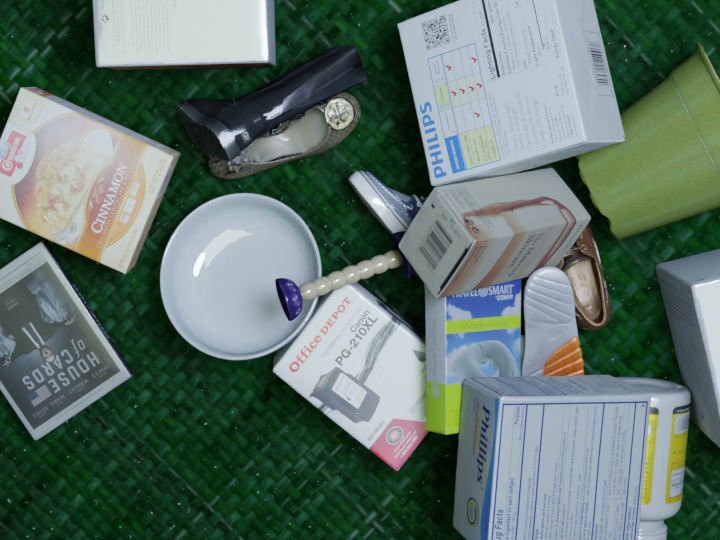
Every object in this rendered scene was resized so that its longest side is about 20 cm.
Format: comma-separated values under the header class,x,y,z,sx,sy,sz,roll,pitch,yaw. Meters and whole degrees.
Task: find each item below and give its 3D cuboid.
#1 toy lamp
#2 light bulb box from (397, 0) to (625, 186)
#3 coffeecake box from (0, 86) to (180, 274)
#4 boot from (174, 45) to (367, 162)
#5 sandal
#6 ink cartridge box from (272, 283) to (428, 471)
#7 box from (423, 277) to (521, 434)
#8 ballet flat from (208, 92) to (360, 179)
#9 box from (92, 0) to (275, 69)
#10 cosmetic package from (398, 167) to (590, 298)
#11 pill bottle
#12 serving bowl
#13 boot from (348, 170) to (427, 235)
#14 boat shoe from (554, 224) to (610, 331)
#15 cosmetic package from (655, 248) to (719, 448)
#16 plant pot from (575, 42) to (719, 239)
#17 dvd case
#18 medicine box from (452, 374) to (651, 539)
class,x,y,z,sx,sy,sz,roll,pitch,yaw
toy lamp,0.000,0.000,1.649,0.198,0.058,0.059,-18,97,-12
light bulb box,0.171,-0.215,1.615,0.198,0.124,0.201,-14,86,32
coffeecake box,-0.339,-0.110,1.703,0.198,0.073,0.155,24,97,-2
boot,-0.108,-0.210,1.683,0.199,0.165,0.066,-35,123,-14
sandal,0.230,0.075,1.723,0.078,0.059,0.209,-5,121,-2
ink cartridge box,0.009,0.120,1.725,0.199,0.084,0.145,38,94,-5
box,0.133,0.084,1.663,0.121,0.047,0.203,-4,95,-35
ballet flat,-0.092,-0.161,1.711,0.198,0.046,0.068,-20,97,2
box,-0.201,-0.289,1.643,0.197,0.152,0.108,-1,96,0
cosmetic package,0.155,-0.045,1.623,0.088,0.198,0.104,54,135,25
pill bottle,0.341,0.239,1.729,0.110,0.111,0.203,4,96,-1
serving bowl,-0.140,0.012,1.710,0.197,0.066,0.203,-1,79,7
boot,0.079,-0.067,1.718,0.090,0.073,0.200,-44,104,-1
boat shoe,0.258,-0.021,1.719,0.071,0.068,0.202,-22,96,2
cosmetic package,0.444,0.086,1.667,0.121,0.199,0.203,-15,97,2
plant pot,0.358,-0.133,1.663,0.188,0.200,0.202,-27,96,16
dvd case,-0.397,0.087,1.750,0.149,0.025,0.201,-33,95,4
medicine box,0.218,0.220,1.620,0.197,0.103,0.185,1,99,-19
